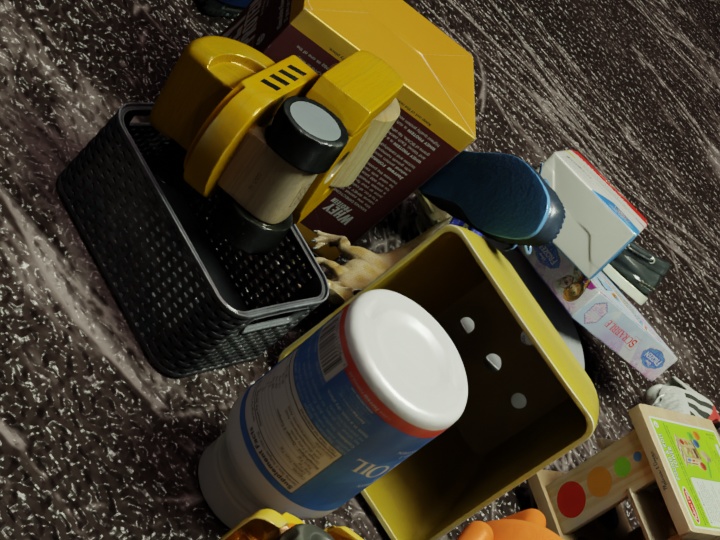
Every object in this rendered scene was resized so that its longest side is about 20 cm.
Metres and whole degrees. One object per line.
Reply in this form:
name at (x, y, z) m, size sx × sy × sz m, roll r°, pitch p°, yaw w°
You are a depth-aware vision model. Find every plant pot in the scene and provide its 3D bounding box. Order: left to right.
plant pot at (0.087, 0.090, 1.197) m, size 0.200 × 0.200 × 0.176 m, roll 55°, pitch 21°, yaw 9°

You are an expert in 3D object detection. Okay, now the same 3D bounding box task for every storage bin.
storage bin at (-0.134, -0.028, 1.124) m, size 0.135 × 0.094 × 0.200 m, roll -11°, pitch 65°, yaw -54°

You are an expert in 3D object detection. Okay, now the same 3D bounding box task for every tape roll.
tape roll at (0.131, 0.058, 1.385) m, size 0.200 × 0.066 × 0.201 m, roll 32°, pitch 37°, yaw -28°

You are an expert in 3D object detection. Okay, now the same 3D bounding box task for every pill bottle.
pill bottle at (-0.027, 0.111, 1.011) m, size 0.112 × 0.200 × 0.112 m, roll 30°, pitch 37°, yaw -27°

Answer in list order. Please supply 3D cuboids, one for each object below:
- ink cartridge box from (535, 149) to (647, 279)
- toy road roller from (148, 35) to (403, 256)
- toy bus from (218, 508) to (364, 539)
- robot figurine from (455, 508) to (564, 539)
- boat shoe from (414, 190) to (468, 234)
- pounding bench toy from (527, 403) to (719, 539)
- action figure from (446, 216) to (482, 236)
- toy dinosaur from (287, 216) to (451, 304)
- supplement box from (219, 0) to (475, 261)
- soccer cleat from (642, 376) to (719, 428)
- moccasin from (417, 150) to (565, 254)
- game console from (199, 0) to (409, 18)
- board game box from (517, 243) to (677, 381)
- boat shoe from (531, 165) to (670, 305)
ink cartridge box at (0.229, -0.062, 1.435) m, size 0.116 × 0.067 × 0.200 m, roll 46°, pitch 15°, yaw 7°
toy road roller at (-0.071, -0.121, 1.102) m, size 0.146 × 0.123 × 0.200 m, roll 40°, pitch 32°, yaw 5°
toy bus at (-0.019, 0.243, 0.967) m, size 0.200 × 0.136 × 0.192 m, roll 47°, pitch 19°, yaw 0°
robot figurine at (0.112, 0.276, 1.094) m, size 0.116 × 0.144 × 0.200 m, roll 10°, pitch 34°, yaw 9°
boat shoe at (0.076, -0.079, 1.400) m, size 0.200 × 0.062 × 0.074 m, roll 76°, pitch 0°, yaw -67°
pounding bench toy at (0.263, 0.251, 1.263) m, size 0.124 × 0.156 × 0.200 m, roll 15°, pitch 46°, yaw -43°
action figure at (0.071, -0.013, 1.298) m, size 0.065 × 0.200 × 0.052 m, roll 42°, pitch -16°, yaw 49°
toy dinosaur at (0.000, 0.000, 1.239) m, size 0.200 × 0.101 × 0.058 m, roll -31°, pitch 126°, yaw -54°
supplement box at (-0.035, -0.152, 1.269) m, size 0.197 × 0.200 × 0.133 m, roll 34°, pitch 35°, yaw -24°
soccer cleat at (0.337, 0.168, 1.530) m, size 0.085 × 0.069 × 0.200 m, roll 48°, pitch 28°, yaw 13°
moccasin at (0.124, -0.065, 1.214) m, size 0.068 × 0.081 × 0.200 m, roll 32°, pitch 5°, yaw -31°
game console at (-0.075, -0.318, 1.468) m, size 0.200 × 0.118 × 0.171 m, roll -1°, pitch 58°, yaw -52°
board game box at (0.232, 0.008, 1.495) m, size 0.199 × 0.041 × 0.200 m, roll 35°, pitch 17°, yaw -47°
boat shoe at (0.264, -0.054, 1.545) m, size 0.199 × 0.066 × 0.075 m, roll 47°, pitch 11°, yaw 2°
